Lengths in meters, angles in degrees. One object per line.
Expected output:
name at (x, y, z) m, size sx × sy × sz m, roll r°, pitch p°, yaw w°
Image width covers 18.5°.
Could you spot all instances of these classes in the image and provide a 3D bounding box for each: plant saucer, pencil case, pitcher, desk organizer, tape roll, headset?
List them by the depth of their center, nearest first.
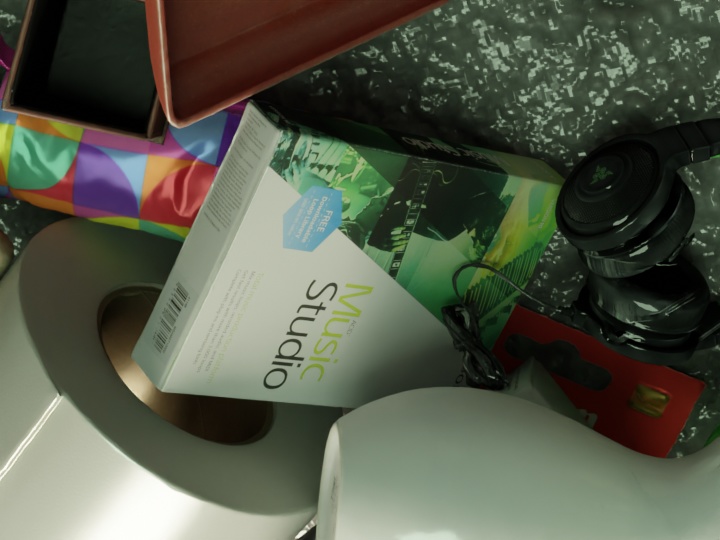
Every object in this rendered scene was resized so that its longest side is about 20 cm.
plant saucer at (-0.034, -0.190, 1.004) m, size 0.037 × 0.200 × 0.200 m, roll 21°, pitch 127°, yaw 36°
desk organizer at (-0.106, -0.162, 1.039) m, size 0.071 × 0.077 × 0.201 m, roll 16°, pitch 98°, yaw 1°
pitcher at (0.079, 0.145, 1.062) m, size 0.199 × 0.121 × 0.172 m, roll 6°, pitch 103°, yaw -8°
headset at (0.138, 0.002, 1.097) m, size 0.199 × 0.094 × 0.124 m, roll -17°, pitch 126°, yaw -2°
pencil case at (-0.098, -0.058, 1.129) m, size 0.199 × 0.088 × 0.089 m, roll 13°, pitch 119°, yaw 1°
tape roll at (-0.125, 0.090, 1.144) m, size 0.202 × 0.203 × 0.139 m, roll 35°, pitch 119°, yaw -9°

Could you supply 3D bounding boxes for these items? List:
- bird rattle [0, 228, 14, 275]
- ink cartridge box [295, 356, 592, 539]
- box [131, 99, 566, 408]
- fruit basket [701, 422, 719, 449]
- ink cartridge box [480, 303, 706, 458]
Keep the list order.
bird rattle at (-0.235, -0.055, 1.094) m, size 0.163 × 0.200 × 0.113 m, roll 38°, pitch 81°, yaw -22°
ink cartridge box at (0.057, 0.166, 1.164) m, size 0.200 × 0.083 × 0.145 m, roll -39°, pitch 93°, yaw 10°
box at (0.000, 0.000, 1.090) m, size 0.200 × 0.036 × 0.145 m, roll 7°, pitch 118°, yaw -43°
fruit basket at (0.285, 0.115, 1.087) m, size 0.215 × 0.216 × 0.155 m, roll 40°, pitch 117°, yaw -12°
ink cartridge box at (0.077, 0.120, 1.213) m, size 0.160 × 0.050 × 0.200 m, roll 22°, pitch 121°, yaw -2°
